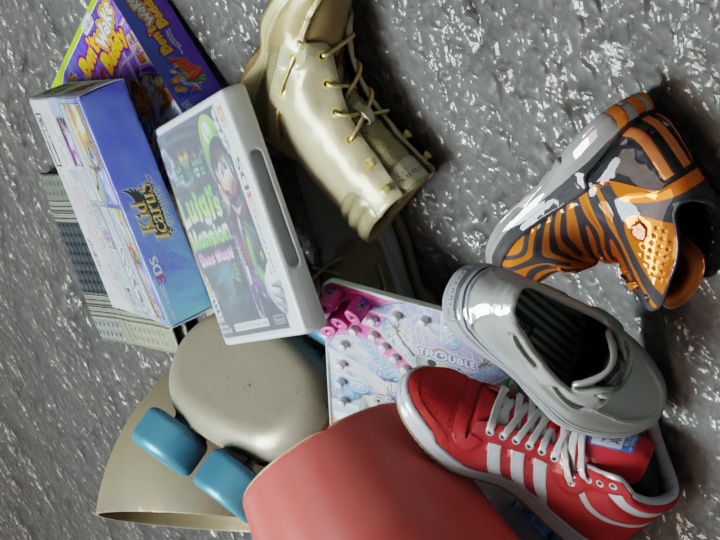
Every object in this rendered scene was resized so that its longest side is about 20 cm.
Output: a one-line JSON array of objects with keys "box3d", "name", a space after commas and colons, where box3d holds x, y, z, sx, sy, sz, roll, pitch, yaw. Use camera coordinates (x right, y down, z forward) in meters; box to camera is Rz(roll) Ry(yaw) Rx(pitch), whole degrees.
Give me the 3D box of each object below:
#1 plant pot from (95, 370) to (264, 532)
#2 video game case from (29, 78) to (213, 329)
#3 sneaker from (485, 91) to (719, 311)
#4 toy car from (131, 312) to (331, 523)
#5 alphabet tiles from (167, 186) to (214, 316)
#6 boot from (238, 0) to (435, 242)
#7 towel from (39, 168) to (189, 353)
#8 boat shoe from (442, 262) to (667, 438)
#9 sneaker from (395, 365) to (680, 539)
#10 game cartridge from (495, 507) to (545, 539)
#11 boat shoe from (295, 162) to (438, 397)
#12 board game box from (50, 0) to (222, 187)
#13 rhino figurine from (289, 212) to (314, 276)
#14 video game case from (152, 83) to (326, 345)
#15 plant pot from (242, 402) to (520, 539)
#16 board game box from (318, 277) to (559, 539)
[{"box3d": [-0.135, 0.162, 1.661, 0.200, 0.198, 0.136, -17, 66, 60], "name": "plant pot"}, {"box3d": [-0.202, -0.059, 1.534, 0.181, 0.045, 0.202, 13, 126, 68], "name": "video game case"}, {"box3d": [0.151, -0.013, 1.130, 0.112, 0.077, 0.200, 53, 151, 11], "name": "sneaker"}, {"box3d": [-0.052, 0.131, 1.539, 0.176, 0.185, 0.200, 27, 167, 44], "name": "toy car"}, {"box3d": [-0.132, -0.035, 1.625, 0.167, 0.008, 0.202, -4, 114, 59], "name": "alphabet tiles"}, {"box3d": [-0.006, -0.122, 1.281, 0.156, 0.073, 0.200, 47, 143, 12], "name": "boot"}, {"box3d": [-0.235, -0.012, 1.794, 0.199, 0.034, 0.194, 7, 120, 58], "name": "towel"}, {"box3d": [0.135, 0.059, 1.143, 0.199, 0.074, 0.066, 26, 171, -37], "name": "boat shoe"}, {"box3d": [0.126, 0.113, 1.243, 0.199, 0.072, 0.112, 34, 144, -12], "name": "sneaker"}, {"box3d": [0.116, 0.263, 1.416, 0.132, 0.041, 0.201, -10, 123, 41], "name": "game cartridge"}, {"box3d": [0.000, 0.000, 1.387, 0.201, 0.068, 0.075, 61, 151, -4], "name": "boat shoe"}, {"box3d": [-0.193, -0.151, 1.565, 0.135, 0.045, 0.200, 58, 150, 8], "name": "board game box"}, {"box3d": [-0.083, -0.037, 1.464, 0.200, 0.059, 0.088, 42, 149, 54], "name": "rhino figurine"}, {"box3d": [-0.096, -0.036, 1.383, 0.200, 0.023, 0.184, -12, 97, 69], "name": "video game case"}, {"box3d": [0.016, 0.205, 1.291, 0.178, 0.199, 0.201, 59, 152, 19], "name": "plant pot"}, {"box3d": [0.063, 0.110, 1.351, 0.198, 0.026, 0.201, 15, 135, 19], "name": "board game box"}]
